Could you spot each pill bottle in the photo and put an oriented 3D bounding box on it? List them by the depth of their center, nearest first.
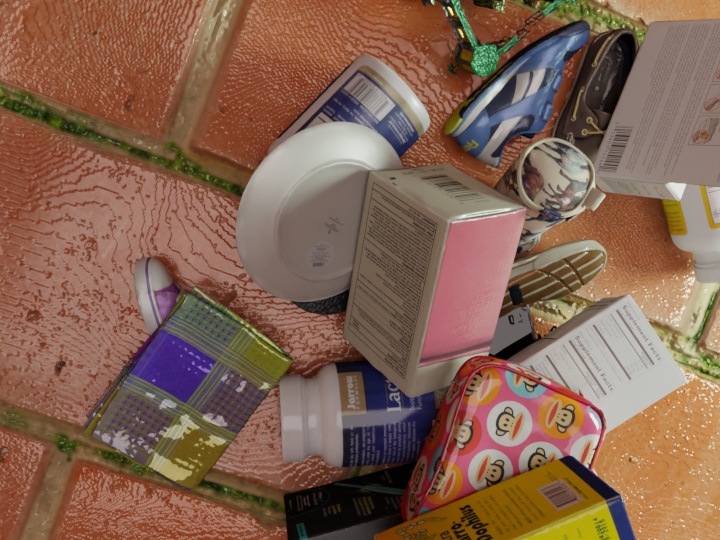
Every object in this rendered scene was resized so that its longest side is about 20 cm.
[{"bbox_3d":[-0.030,-0.126,0.850,0.111,0.111,0.200,45,88,-7],"label":"pill bottle"},{"bbox_3d":[0.010,0.157,0.868,0.200,0.116,0.116,-3,94,-7],"label":"pill bottle"},{"bbox_3d":[0.405,-0.091,0.909,0.104,0.104,0.200,-17,95,-6],"label":"pill bottle"}]

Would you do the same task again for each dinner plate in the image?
[{"bbox_3d":[-0.032,-0.053,0.803,0.200,0.024,0.200,-16,125,-25],"label":"dinner plate"}]

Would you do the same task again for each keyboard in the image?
[{"bbox_3d":[0.193,0.139,0.934,0.104,0.040,0.200,-11,87,2],"label":"keyboard"}]

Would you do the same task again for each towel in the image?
[{"bbox_3d":[-0.182,0.132,0.831,0.144,0.023,0.200,38,98,-14],"label":"towel"}]

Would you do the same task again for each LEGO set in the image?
[{"bbox_3d":[0.141,-0.324,0.879,0.200,0.116,0.154,-47,127,1],"label":"LEGO set"}]

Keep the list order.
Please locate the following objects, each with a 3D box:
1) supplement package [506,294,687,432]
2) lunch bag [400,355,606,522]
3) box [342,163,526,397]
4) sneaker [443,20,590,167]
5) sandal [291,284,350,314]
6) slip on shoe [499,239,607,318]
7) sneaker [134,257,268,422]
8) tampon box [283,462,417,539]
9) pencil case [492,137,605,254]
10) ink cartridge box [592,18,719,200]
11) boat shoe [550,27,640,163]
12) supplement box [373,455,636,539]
[{"bbox_3d":[0.227,0.125,0.856,0.200,0.114,0.110,-33,85,2],"label":"supplement package"},{"bbox_3d":[0.149,0.197,0.757,0.176,0.082,0.200,24,89,-3],"label":"lunch bag"},{"bbox_3d":[0.071,0.006,0.809,0.109,0.128,0.200,-11,124,-34],"label":"box"},{"bbox_3d":[0.190,-0.202,0.895,0.200,0.074,0.082,-43,99,4],"label":"sneaker"},{"bbox_3d":[0.000,0.000,0.900,0.200,0.045,0.075,-14,101,-20],"label":"sandal"},{"bbox_3d":[0.185,0.006,0.907,0.200,0.061,0.076,-25,136,-1],"label":"slip on shoe"},{"bbox_3d":[-0.166,0.064,0.862,0.114,0.073,0.201,-21,107,2],"label":"sneaker"},{"bbox_3d":[0.027,0.305,0.861,0.200,0.150,0.127,-13,93,-6],"label":"tampon box"},{"bbox_3d":[0.184,-0.070,0.842,0.078,0.200,0.089,-43,85,-10],"label":"pencil case"},{"bbox_3d":[0.357,-0.170,0.821,0.045,0.176,0.200,32,78,-42],"label":"ink cartridge box"},{"bbox_3d":[0.274,-0.182,0.909,0.072,0.060,0.200,16,91,-8],"label":"boat shoe"},{"bbox_3d":[0.127,0.257,0.668,0.200,0.110,0.109,-20,96,-5],"label":"supplement box"}]
